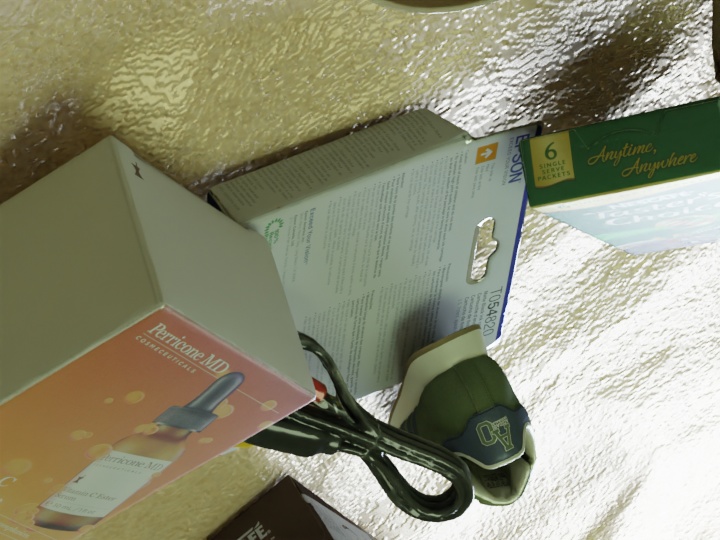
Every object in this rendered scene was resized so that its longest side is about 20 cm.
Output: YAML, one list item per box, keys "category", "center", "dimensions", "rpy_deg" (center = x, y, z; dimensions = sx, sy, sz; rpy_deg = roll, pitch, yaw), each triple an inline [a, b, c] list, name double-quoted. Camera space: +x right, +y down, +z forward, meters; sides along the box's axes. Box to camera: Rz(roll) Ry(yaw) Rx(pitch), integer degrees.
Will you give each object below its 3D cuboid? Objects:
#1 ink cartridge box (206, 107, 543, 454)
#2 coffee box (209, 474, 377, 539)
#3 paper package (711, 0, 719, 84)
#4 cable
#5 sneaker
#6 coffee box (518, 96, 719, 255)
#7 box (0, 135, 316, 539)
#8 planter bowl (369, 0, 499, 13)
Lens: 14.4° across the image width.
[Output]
- category: "ink cartridge box"
  center: [0.000, 0.000, 1.638]
  dimensions: [0.199, 0.041, 0.200]
  rpy_deg: [-19, 142, -24]
- category: "coffee box"
  center: [-0.024, 0.224, 1.838]
  dimensions: [0.114, 0.080, 0.200]
  rpy_deg: [-40, 145, 5]
- category: "paper package"
  center: [0.328, -0.133, 1.608]
  dimensions: [0.199, 0.191, 0.104]
  rpy_deg: [-22, 130, -13]
- category: "cable"
  center: [-0.012, 0.080, 1.611]
  dimensions: [0.199, 0.050, 0.097]
  rpy_deg: [17, 120, -30]
- category: "sneaker"
  center: [0.065, 0.107, 1.725]
  dimensions: [0.067, 0.090, 0.200]
  rpy_deg: [-25, 163, -9]
- category: "coffee box"
  center: [0.179, -0.050, 1.642]
  dimensions: [0.122, 0.044, 0.200]
  rpy_deg: [-10, 168, 20]
- category: "box"
  center: [-0.152, 0.047, 1.470]
  dimensions: [0.199, 0.107, 0.152]
  rpy_deg: [-31, 147, 18]
- category: "planter bowl"
  center: [0.037, -0.238, 1.315]
  dimensions: [0.199, 0.135, 0.201]
  rpy_deg: [-20, 141, -18]
